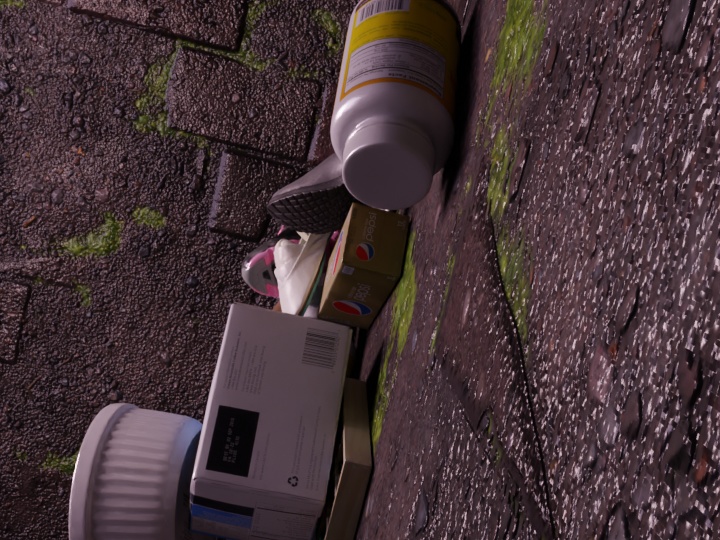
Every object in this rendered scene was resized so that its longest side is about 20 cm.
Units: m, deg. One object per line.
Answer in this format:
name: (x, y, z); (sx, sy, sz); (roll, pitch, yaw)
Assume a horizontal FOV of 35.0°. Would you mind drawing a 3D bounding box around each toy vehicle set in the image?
toy vehicle set: (-0.018, 0.204, 1.146); (0.200, 0.026, 0.126); (-95, 18, -73)

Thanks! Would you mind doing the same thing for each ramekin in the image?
ramekin: (-0.217, 0.243, 1.196); (0.200, 0.103, 0.204); (1, -90, -81)

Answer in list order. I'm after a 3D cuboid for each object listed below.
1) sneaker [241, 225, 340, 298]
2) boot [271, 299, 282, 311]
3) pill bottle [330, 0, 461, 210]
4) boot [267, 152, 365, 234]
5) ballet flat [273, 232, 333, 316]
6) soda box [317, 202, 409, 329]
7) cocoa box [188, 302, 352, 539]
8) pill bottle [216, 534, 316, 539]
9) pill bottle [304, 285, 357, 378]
sneaker: (-0.077, -0.032, 1.432); (0.095, 0.198, 0.080); (30, 131, 39)
boot: (-0.096, 0.139, 1.484); (0.201, 0.071, 0.168); (73, -149, -51)
pill bottle: (0.032, -0.153, 1.005); (0.110, 0.107, 0.202); (109, 172, -49)
boot: (-0.007, -0.123, 1.224); (0.197, 0.070, 0.133); (-16, 48, 31)
ballet flat: (-0.066, -0.035, 1.342); (0.070, 0.068, 0.202); (115, 178, -65)
soda box: (0.000, 0.000, 1.231); (0.200, 0.063, 0.069); (119, 163, -69)
cocoa box: (-0.092, 0.161, 1.158); (0.132, 0.131, 0.203); (106, 174, -54)
pill bottle: (-0.114, 0.308, 1.300); (0.200, 0.104, 0.108); (119, 163, -65)
pill bottle: (-0.066, 0.124, 1.347); (0.112, 0.110, 0.203); (116, 173, -67)
